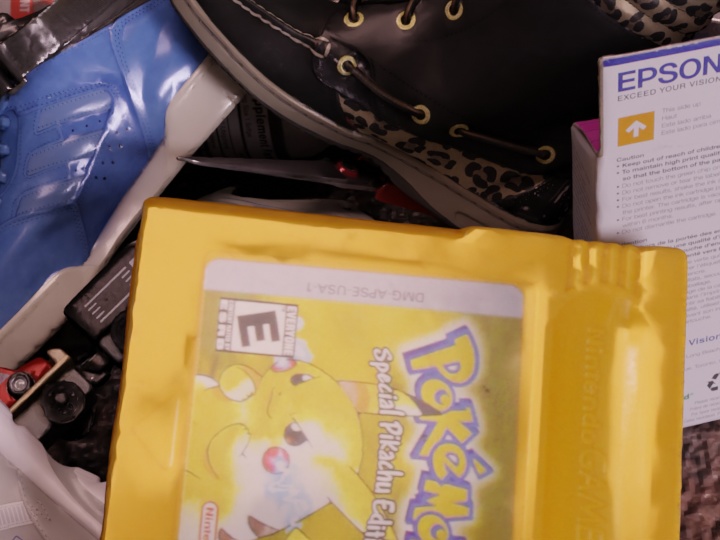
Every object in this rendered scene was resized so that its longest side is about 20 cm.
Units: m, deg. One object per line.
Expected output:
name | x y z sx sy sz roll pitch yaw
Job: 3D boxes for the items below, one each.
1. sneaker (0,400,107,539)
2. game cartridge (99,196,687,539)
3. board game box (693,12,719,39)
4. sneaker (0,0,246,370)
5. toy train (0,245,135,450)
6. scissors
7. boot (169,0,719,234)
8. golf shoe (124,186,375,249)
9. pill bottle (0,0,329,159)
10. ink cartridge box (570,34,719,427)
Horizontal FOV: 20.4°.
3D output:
sneaker | -0.148 0.091 0.720 0.199 0.075 0.082 30 62 13
game cartridge | 0.013 0.067 0.699 0.199 0.032 0.177 5 71 0
board game box | 0.143 -0.165 0.927 0.199 0.044 0.199 17 44 6
sneaker | -0.143 -0.047 0.856 0.200 0.111 0.077 -52 9 -4
toy train | -0.139 0.059 0.797 0.046 0.034 0.200 41 77 16
scissors | -0.001 -0.044 0.867 0.199 0.014 0.073 12 36 -32
boot | 0.036 -0.114 0.828 0.203 0.154 0.074 34 31 -9
golf shoe | 0.000 0.000 0.856 0.199 0.079 0.097 13 40 20
pill bottle | -0.067 -0.111 0.951 0.199 0.116 0.116 0 42 5
ink cartridge box | 0.179 -0.031 0.769 0.195 0.201 0.043 -11 42 -6
